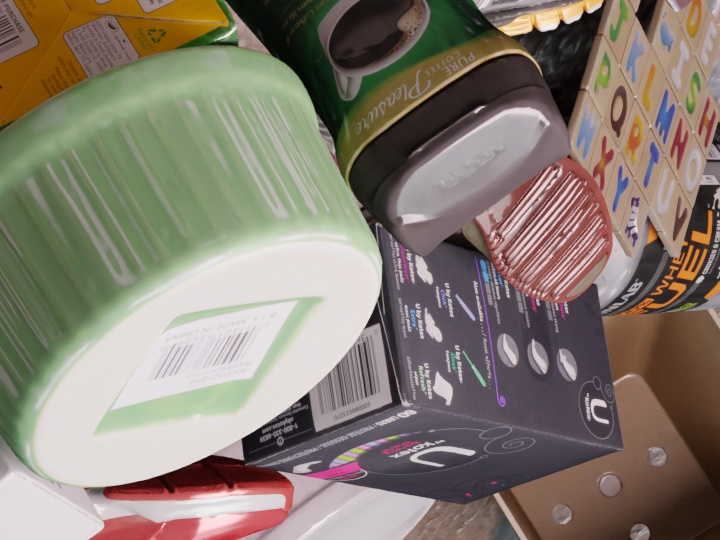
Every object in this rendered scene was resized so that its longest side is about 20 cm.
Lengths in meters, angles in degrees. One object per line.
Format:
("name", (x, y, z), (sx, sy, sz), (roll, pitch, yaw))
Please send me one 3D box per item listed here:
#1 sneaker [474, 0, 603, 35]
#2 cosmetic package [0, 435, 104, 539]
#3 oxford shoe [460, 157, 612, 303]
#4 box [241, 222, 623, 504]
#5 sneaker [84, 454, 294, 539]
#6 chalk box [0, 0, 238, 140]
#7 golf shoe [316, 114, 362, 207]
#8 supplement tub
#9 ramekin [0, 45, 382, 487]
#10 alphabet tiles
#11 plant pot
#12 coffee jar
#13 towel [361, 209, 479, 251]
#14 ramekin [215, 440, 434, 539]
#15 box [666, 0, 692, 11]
("sneaker", (0.065, -0.163, 1.406), (0.200, 0.078, 0.077), (-29, 131, -31))
("cosmetic package", (-0.265, 0.086, 1.303), (0.199, 0.200, 0.123), (-35, 158, 3))
("oxford shoe", (0.068, -0.052, 1.457), (0.070, 0.075, 0.200), (-47, 136, -2))
("box", (0.036, 0.057, 1.534), (0.122, 0.106, 0.200), (-22, 157, 36))
("sneaker", (-0.131, 0.166, 1.482), (0.199, 0.078, 0.116), (-5, 103, -17))
("chalk box", (-0.131, -0.076, 1.264), (0.124, 0.125, 0.200), (-27, 155, -14))
("golf shoe", (-0.040, -0.053, 1.476), (0.200, 0.075, 0.092), (-11, 150, -38))
("supplement tub", (0.156, -0.033, 1.684), (0.200, 0.123, 0.123), (-3, 141, -47))
("ramekin", (-0.088, 0.006, 1.197), (0.200, 0.098, 0.200), (-26, 154, -14))
("alphabet tiles", (0.165, -0.095, 1.553), (0.200, 0.008, 0.168), (53, 51, -56))
("plant pot", (0.182, 0.136, 1.961), (0.199, 0.200, 0.177), (-30, 167, -7))
("coffee jar", (0.009, -0.108, 1.279), (0.104, 0.200, 0.085), (-34, 155, 4))
("towel", (0.000, 0.000, 1.598), (0.200, 0.035, 0.132), (-25, 165, 37))
("ramekin", (-0.050, 0.157, 1.784), (0.202, 0.094, 0.202), (-36, 162, -13))
("box", (0.158, -0.258, 1.228), (0.200, 0.166, 0.164), (-37, 156, 8))
